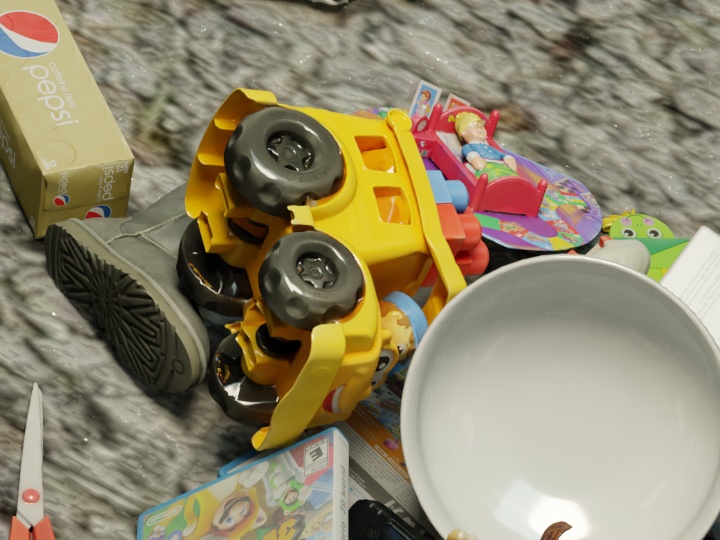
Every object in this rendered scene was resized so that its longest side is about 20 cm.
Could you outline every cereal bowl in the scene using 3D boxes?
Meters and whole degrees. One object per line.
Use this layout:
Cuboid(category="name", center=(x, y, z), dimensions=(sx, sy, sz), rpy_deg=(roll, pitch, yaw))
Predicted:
Cuboid(category="cereal bowl", center=(0.125, 0.090, 1.440), dimensions=(0.199, 0.201, 0.083), rpy_deg=(21, 4, 7))

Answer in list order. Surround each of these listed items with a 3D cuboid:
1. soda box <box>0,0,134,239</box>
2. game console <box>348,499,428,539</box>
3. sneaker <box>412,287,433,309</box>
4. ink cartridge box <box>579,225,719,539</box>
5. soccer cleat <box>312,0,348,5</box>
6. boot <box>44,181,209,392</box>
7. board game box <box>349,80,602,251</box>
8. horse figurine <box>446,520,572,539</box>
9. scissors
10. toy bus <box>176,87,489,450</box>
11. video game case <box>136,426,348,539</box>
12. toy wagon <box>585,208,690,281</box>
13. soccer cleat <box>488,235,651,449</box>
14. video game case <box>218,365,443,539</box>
Cuboid(category="soda box", center=(-0.222, -0.116, 1.674), dimensions=(0.067, 0.064, 0.200), rpy_deg=(-12, 50, -23))
Cuboid(category="game console", center=(-0.017, 0.230, 1.313), dimensions=(0.116, 0.177, 0.200), rpy_deg=(15, 12, -36))
Cuboid(category="sneaker", center=(-0.011, 0.018, 1.582), dimensions=(0.200, 0.085, 0.073), rpy_deg=(-33, 63, -34))
Cuboid(category="ink cartridge box", center=(0.251, 0.094, 1.525), dimensions=(0.200, 0.088, 0.145), rpy_deg=(34, 72, 12))
Cuboid(category="soccer cleat", center=(-0.044, -0.233, 1.826), dimensions=(0.199, 0.069, 0.085), rpy_deg=(-7, 45, -25))
Cuboid(category="boot", center=(-0.084, -0.010, 1.603), dimensions=(0.199, 0.073, 0.182), rpy_deg=(-16, 46, -33))
Cuboid(category="board game box", center=(0.078, -0.080, 1.688), dimensions=(0.199, 0.039, 0.158), rpy_deg=(25, 26, 12))
Cuboid(category="horse figurine", center=(0.064, 0.230, 1.356), dimensions=(0.050, 0.200, 0.132), rpy_deg=(31, 5, -40))
Cuboid(category="scissors", center=(-0.204, 0.146, 1.462), dimensions=(0.073, 0.014, 0.200), rpy_deg=(-8, 51, -17))
Cuboid(category="toy bus", center=(0.000, 0.000, 1.487), dimensions=(0.191, 0.136, 0.201), rpy_deg=(1, 54, -26))
Cuboid(category="video game case", center=(-0.070, 0.187, 1.377), dimensions=(0.143, 0.018, 0.200), rpy_deg=(-25, 36, 19))
Cuboid(category="toy wagon", center=(0.200, 0.025, 1.654), dimensions=(0.154, 0.040, 0.201), rpy_deg=(1, 47, -12))
Cuboid(category="soccer cleat", center=(0.123, 0.051, 1.553), dimensions=(0.200, 0.069, 0.078), rpy_deg=(-35, 67, -29))
Cuboid(category="video game case", center=(0.031, 0.131, 1.519), dimensions=(0.200, 0.018, 0.143), rpy_deg=(-29, 58, -33))
